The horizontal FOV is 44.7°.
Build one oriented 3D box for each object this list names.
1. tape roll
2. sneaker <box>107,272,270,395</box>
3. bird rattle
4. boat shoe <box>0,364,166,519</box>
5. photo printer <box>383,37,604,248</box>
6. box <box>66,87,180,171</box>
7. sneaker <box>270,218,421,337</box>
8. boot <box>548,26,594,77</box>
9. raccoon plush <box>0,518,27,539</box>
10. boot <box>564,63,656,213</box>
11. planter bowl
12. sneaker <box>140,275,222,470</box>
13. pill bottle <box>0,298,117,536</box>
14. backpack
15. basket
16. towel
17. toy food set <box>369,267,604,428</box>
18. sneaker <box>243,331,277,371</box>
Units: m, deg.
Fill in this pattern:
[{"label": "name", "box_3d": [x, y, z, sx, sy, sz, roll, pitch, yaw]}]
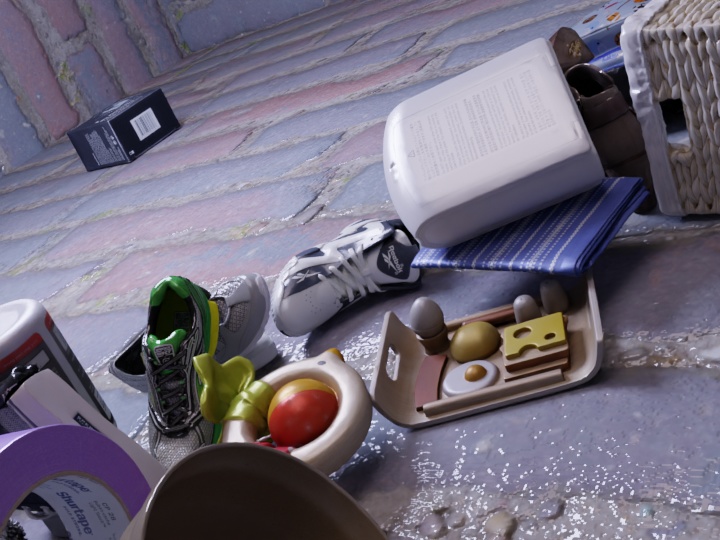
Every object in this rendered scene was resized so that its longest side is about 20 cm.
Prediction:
[{"label": "tape roll", "box_3d": [-0.214, 0.208, 0.581, 0.065, 0.202, 0.201, -13, 26, 23]}, {"label": "sneaker", "box_3d": [-0.176, 0.071, 0.906, 0.199, 0.082, 0.075, -38, 61, 18]}, {"label": "bird rattle", "box_3d": [-0.068, 0.130, 0.708, 0.162, 0.114, 0.200, -27, 24, -1]}, {"label": "boat shoe", "box_3d": [-0.232, 0.176, 0.720, 0.093, 0.200, 0.075, -45, 2, 10]}, {"label": "photo printer", "box_3d": [0.118, -0.119, 0.855, 0.198, 0.069, 0.168, -23, 54, 15]}, {"label": "box", "box_3d": [-0.610, -0.362, 2.252, 0.198, 0.118, 0.197, -5, 31, 41]}, {"label": "sneaker", "box_3d": [0.000, 0.000, 0.950, 0.129, 0.080, 0.198, -12, 16, 47]}, {"label": "boot", "box_3d": [0.158, -0.169, 0.950, 0.199, 0.064, 0.187, -34, 19, 42]}, {"label": "raccoon plush", "box_3d": [-0.348, 0.217, 0.775, 0.198, 0.135, 0.097, -15, 24, 21]}, {"label": "boot", "box_3d": [0.250, -0.147, 0.924, 0.070, 0.147, 0.200, -30, 23, -2]}, {"label": "planter bowl", "box_3d": [-0.068, 0.215, 0.471, 0.135, 0.200, 0.201, -45, 16, 23]}, {"label": "sneaker", "box_3d": [-0.175, 0.102, 0.815, 0.077, 0.203, 0.085, -10, -19, 9]}, {"label": "pill bottle", "box_3d": [-0.295, 0.138, 0.803, 0.115, 0.202, 0.116, -20, 24, 9]}, {"label": "backpack", "box_3d": [0.332, -0.260, 1.093, 0.198, 0.156, 0.190, -12, 16, 33]}, {"label": "basket", "box_3d": [0.369, -0.178, 0.812, 0.160, 0.200, 0.200, 7, 39, 47]}, {"label": "towel", "box_3d": [0.160, -0.041, 0.840, 0.199, 0.024, 0.145, 3, 39, 47]}, {"label": "toy food set", "box_3d": [0.109, 0.053, 0.760, 0.198, 0.061, 0.144, -18, 24, 17]}, {"label": "sneaker", "box_3d": [-0.173, 0.065, 0.983, 0.199, 0.085, 0.073, 9, 39, 47]}]
